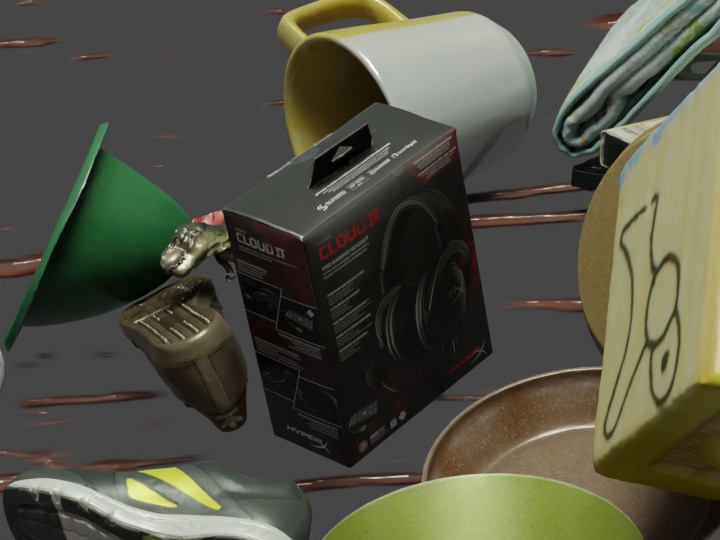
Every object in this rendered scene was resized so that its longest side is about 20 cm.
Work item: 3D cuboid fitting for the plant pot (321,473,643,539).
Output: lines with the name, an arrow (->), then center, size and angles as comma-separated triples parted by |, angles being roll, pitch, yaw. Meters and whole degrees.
plant pot -> 0.069, 0.240, 1.269 | 0.187, 0.187, 0.200 | -8, 49, 4

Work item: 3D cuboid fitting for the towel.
towel -> 0.235, -0.184, 1.849 | 0.200, 0.048, 0.171 | -41, 7, 41

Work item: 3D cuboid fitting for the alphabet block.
alphabet block -> 0.257, 0.018, 1.401 | 0.196, 0.195, 0.200 | 12, 69, -9

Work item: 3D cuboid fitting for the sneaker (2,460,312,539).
sneaker -> -0.122, 0.156, 1.525 | 0.200, 0.075, 0.085 | 11, 33, 15

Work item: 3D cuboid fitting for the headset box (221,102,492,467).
headset box -> 0.000, 0.000, 1.594 | 0.077, 0.200, 0.149 | 21, 44, 38

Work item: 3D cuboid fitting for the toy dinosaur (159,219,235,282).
toy dinosaur -> -0.053, -0.007, 1.711 | 0.088, 0.048, 0.200 | 39, 20, 25

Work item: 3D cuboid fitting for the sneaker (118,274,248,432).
sneaker -> -0.116, 0.059, 1.669 | 0.070, 0.076, 0.200 | -24, 13, -3

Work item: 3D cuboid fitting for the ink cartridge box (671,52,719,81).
ink cartridge box -> 0.336, -0.180, 1.873 | 0.200, 0.059, 0.104 | 2, 19, 18

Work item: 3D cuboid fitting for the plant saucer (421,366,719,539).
plant saucer -> 0.138, 0.133, 1.510 | 0.200, 0.037, 0.201 | -7, 33, 4

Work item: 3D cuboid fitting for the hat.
hat -> -0.133, -0.002, 1.744 | 0.176, 0.200, 0.166 | 24, -9, -7

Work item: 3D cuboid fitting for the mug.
mug -> 0.039, -0.139, 1.826 | 0.153, 0.187, 0.149 | -22, -5, -31

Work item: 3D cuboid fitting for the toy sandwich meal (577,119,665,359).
toy sandwich meal -> 0.226, -0.006, 1.603 | 0.070, 0.206, 0.205 | 10, 18, -38

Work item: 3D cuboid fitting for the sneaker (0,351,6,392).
sneaker -> -0.296, 0.071, 1.631 | 0.079, 0.131, 0.200 | -3, 35, 8

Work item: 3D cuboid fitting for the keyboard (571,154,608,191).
keyboard -> 0.242, -0.045, 1.760 | 0.200, 0.040, 0.104 | 10, 15, 28

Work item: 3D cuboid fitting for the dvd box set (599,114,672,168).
dvd box set -> 0.290, -0.083, 1.740 | 0.200, 0.029, 0.146 | -14, 28, -32
